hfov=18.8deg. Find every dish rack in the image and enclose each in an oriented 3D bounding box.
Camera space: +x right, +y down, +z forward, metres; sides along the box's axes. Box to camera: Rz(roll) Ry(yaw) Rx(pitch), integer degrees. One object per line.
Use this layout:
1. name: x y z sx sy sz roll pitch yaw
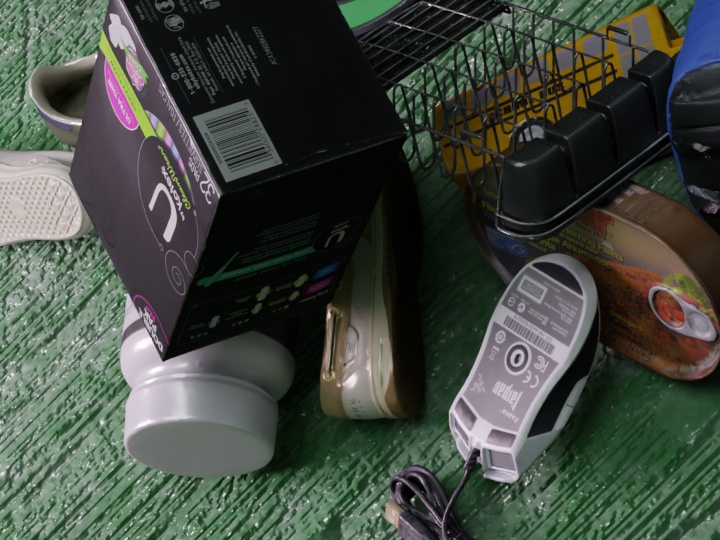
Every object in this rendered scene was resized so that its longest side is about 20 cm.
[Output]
1. dish rack: 0.078 -0.102 1.277 0.199 0.055 0.153 25 47 39

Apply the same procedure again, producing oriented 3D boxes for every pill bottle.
1. pill bottle: -0.095 0.024 1.400 0.113 0.114 0.202 -11 60 26

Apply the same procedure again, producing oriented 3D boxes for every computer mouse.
1. computer mouse: 0.092 0.087 1.283 0.109 0.044 0.201 35 101 44

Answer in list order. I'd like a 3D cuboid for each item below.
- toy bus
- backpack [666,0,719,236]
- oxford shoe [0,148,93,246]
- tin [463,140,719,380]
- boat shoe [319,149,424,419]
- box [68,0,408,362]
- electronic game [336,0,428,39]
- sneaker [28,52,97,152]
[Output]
1. toy bus: 0.149 -0.101 1.351 0.199 0.065 0.079 -24 53 19
2. backpack: 0.277 -0.097 1.213 0.198 0.163 0.168 -9 33 22
3. oxford shoe: -0.247 -0.058 1.579 0.199 0.076 0.058 5 25 42
4. tin: 0.143 -0.009 1.274 0.042 0.113 0.199 -41 48 -24
5. boat shoe: 0.000 0.000 1.381 0.066 0.074 0.202 -11 60 20
6. box: -0.077 -0.068 1.267 0.123 0.200 0.149 -19 68 -24
7. electronic game: -0.005 -0.245 1.538 0.198 0.042 0.202 -14 59 24
8. sneaker: -0.146 -0.122 1.525 0.198 0.090 0.068 -4 61 29
